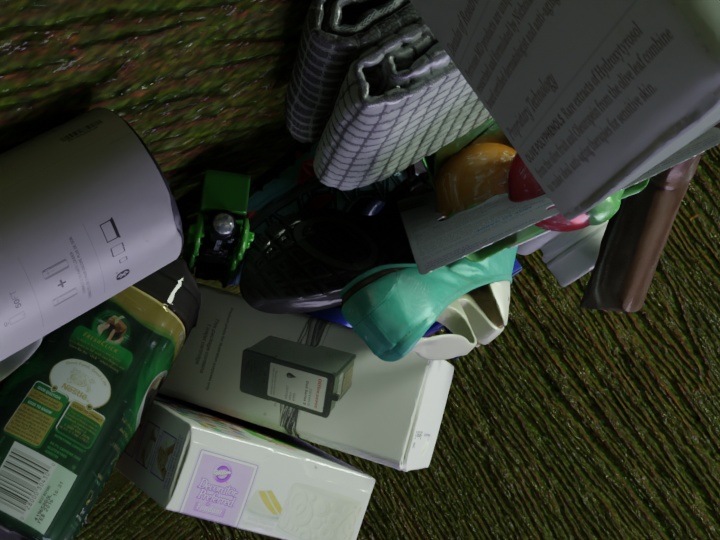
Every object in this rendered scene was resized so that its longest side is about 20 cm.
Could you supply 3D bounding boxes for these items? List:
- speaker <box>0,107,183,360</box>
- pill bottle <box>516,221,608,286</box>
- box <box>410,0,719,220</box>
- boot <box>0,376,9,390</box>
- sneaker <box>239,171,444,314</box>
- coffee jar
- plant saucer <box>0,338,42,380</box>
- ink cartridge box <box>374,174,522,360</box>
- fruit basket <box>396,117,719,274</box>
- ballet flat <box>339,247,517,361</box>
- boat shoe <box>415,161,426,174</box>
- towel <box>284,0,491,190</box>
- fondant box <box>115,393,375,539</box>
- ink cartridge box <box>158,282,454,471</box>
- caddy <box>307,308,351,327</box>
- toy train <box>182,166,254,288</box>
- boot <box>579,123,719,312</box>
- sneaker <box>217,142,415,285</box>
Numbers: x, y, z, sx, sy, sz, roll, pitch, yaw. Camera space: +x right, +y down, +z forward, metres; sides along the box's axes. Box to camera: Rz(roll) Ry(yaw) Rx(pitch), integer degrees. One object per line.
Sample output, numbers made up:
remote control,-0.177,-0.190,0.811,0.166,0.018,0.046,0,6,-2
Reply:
speaker,-0.178,0.008,0.523,0.199,0.082,0.081,-33,175,-26
pill bottle,0.139,-0.090,0.997,0.109,0.201,0.109,-34,176,-3
box,0.127,-0.157,0.454,0.198,0.172,0.200,-34,174,-10
boot,-0.264,0.098,0.872,0.199,0.074,0.155,-29,177,-33
sneaker,0.000,0.000,0.861,0.199,0.076,0.091,-17,145,-35
coffee jar,-0.176,0.076,0.771,0.201,0.085,0.104,-62,-178,-23
plant saucer,-0.235,0.045,0.682,0.199,0.050,0.200,-34,176,-3
ink cartridge box,0.060,-0.017,1.173,0.076,0.201,0.136,-29,173,-43
fruit basket,0.115,-0.052,0.750,0.184,0.094,0.200,-24,-161,3
ballet flat,0.060,0.024,0.827,0.067,0.071,0.199,-37,168,34
boat shoe,0.094,-0.117,0.923,0.199,0.073,0.063,0,-142,39
towel,0.053,-0.138,0.682,0.199,0.086,0.166,-32,173,-14
fondant box,-0.101,0.132,0.867,0.200,0.143,0.059,10,-100,61
ink cartridge box,-0.040,0.077,0.898,0.145,0.198,0.085,35,71,-77
caddy,-0.034,0.026,1.064,0.105,0.201,0.141,-42,130,17
toy train,-0.100,-0.028,0.847,0.041,0.057,0.200,7,171,-9
boot,0.207,-0.046,0.845,0.186,0.064,0.202,-48,160,-73
sneaker,-0.040,-0.034,0.948,0.200,0.096,0.079,-38,170,29
